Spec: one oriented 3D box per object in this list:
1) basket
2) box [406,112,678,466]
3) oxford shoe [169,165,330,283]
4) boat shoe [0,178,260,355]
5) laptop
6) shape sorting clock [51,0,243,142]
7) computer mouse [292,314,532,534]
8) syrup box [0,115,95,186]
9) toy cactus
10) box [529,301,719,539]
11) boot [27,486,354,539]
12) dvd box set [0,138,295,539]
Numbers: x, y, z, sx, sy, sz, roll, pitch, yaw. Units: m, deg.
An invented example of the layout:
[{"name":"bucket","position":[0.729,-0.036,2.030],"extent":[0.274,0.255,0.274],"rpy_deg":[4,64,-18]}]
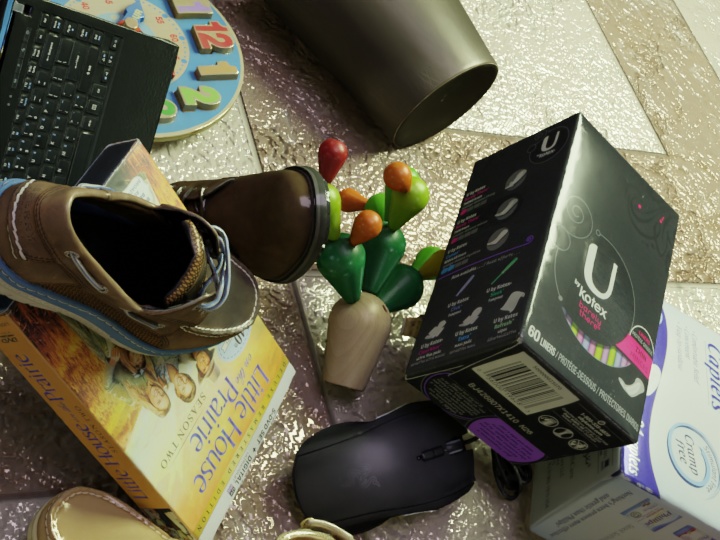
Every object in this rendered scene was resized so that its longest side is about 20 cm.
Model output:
[{"name":"basket","position":[0.021,-0.222,0.965],"extent":[0.180,0.136,0.200],"rpy_deg":[-25,75,-38]},{"name":"box","position":[0.130,0.014,0.752],"extent":[0.122,0.106,0.201],"rpy_deg":[39,51,-25]},{"name":"oxford shoe","position":[-0.087,-0.028,0.705],"extent":[0.084,0.200,0.073],"rpy_deg":[3,84,-34]},{"name":"boat shoe","position":[-0.107,0.003,0.571],"extent":[0.200,0.072,0.073],"rpy_deg":[19,69,-57]},{"name":"laptop","position":[-0.166,-0.056,0.613],"extent":[0.103,0.178,0.200],"rpy_deg":[23,9,34]},{"name":"shape sorting clock","position":[-0.187,-0.183,0.864],"extent":[0.199,0.039,0.201],"rpy_deg":[17,48,-20]},{"name":"computer mouse","position":[0.041,0.098,0.750],"extent":[0.199,0.046,0.141],"rpy_deg":[-3,76,-34]},{"name":"syrup box","position":[-0.260,-0.041,0.656],"extent":[0.081,0.079,0.200],"rpy_deg":[23,35,35]},{"name":"toy cactus","position":[0.000,0.000,0.781],"extent":[0.102,0.200,0.166],"rpy_deg":[13,82,20]},{"name":"box","position":[0.239,0.139,0.817],"extent":[0.199,0.105,0.184],"rpy_deg":[30,45,-16]},{"name":"boot","position":[-0.077,0.163,0.571],"extent":[0.200,0.156,0.073],"rpy_deg":[43,45,5]},{"name":"dvd box set","position":[-0.120,0.046,0.643],"extent":[0.200,0.029,0.147],"rpy_deg":[60,39,-32]}]
